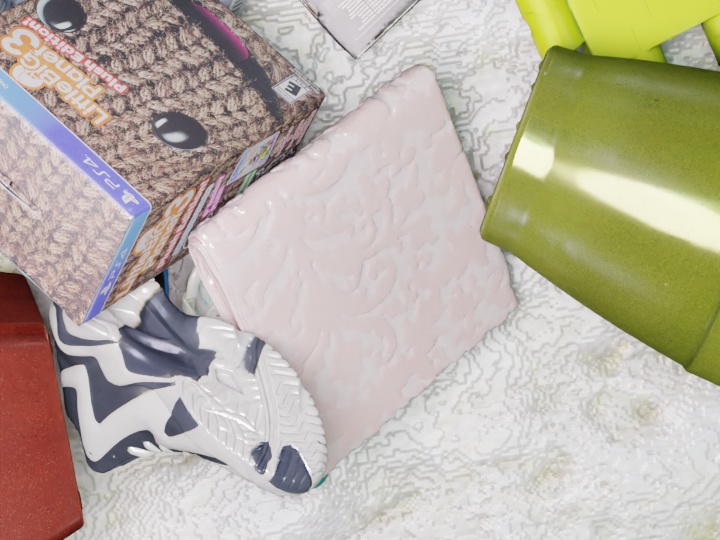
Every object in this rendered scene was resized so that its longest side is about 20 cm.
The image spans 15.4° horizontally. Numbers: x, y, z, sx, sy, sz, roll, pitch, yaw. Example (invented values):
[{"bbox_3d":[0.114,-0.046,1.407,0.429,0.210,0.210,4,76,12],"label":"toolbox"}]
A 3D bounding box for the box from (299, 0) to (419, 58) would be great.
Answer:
[{"bbox_3d":[0.002,-0.276,1.717,0.200,0.050,0.199,-43,91,4],"label":"box"}]

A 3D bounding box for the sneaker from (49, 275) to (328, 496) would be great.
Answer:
[{"bbox_3d":[-0.111,0.090,1.623,0.198,0.130,0.080,31,54,8],"label":"sneaker"}]

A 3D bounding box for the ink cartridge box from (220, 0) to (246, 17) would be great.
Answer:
[{"bbox_3d":[-0.137,-0.262,1.683,0.199,0.043,0.199,32,115,6],"label":"ink cartridge box"}]

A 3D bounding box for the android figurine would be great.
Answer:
[{"bbox_3d":[0.180,-0.209,1.696,0.181,0.041,0.201,-25,110,-2],"label":"android figurine"}]

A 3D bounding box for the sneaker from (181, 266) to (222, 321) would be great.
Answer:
[{"bbox_3d":[-0.091,0.028,1.704,0.201,0.080,0.071,-52,59,19],"label":"sneaker"}]

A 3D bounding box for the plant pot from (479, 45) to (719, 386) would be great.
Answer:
[{"bbox_3d":[0.182,-0.046,1.655,0.192,0.200,0.202,20,94,2],"label":"plant pot"}]

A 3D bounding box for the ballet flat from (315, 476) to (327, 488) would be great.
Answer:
[{"bbox_3d":[-0.027,0.043,1.738,0.072,0.068,0.201,23,98,19],"label":"ballet flat"}]

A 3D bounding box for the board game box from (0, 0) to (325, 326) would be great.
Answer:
[{"bbox_3d":[-0.149,-0.088,1.603,0.159,0.200,0.097,41,132,11],"label":"board game box"}]

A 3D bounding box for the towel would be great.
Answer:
[{"bbox_3d":[0.000,0.000,1.666,0.200,0.032,0.192,-39,123,-26],"label":"towel"}]

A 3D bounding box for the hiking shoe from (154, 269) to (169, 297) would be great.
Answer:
[{"bbox_3d":[-0.155,-0.036,1.709,0.074,0.087,0.202,-15,97,-21],"label":"hiking shoe"}]

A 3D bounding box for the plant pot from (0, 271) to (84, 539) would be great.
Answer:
[{"bbox_3d":[-0.276,0.097,1.670,0.175,0.200,0.202,-13,107,-10],"label":"plant pot"}]

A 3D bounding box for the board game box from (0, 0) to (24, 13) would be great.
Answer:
[{"bbox_3d":[-0.267,-0.197,1.677,0.200,0.200,0.062,41,95,-16],"label":"board game box"}]
